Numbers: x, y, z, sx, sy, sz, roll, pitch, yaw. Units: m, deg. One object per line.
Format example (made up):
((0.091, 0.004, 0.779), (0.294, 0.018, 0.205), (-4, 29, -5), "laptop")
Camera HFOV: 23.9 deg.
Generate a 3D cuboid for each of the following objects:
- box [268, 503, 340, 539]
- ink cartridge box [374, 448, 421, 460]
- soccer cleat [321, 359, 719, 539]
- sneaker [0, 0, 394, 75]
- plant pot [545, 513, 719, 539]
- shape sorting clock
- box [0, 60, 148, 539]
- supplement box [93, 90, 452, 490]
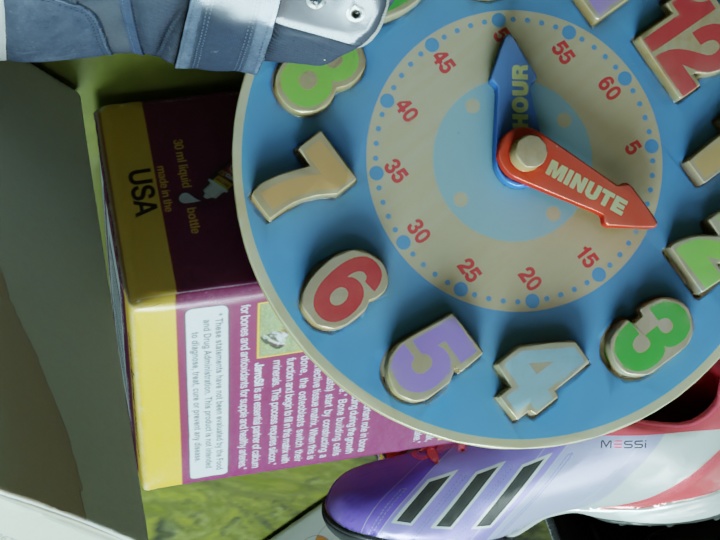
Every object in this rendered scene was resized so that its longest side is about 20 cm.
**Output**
((-0.007, 0.227, 0.923), (0.200, 0.153, 0.106), (-36, 137, 25), "box")
((0.040, 0.056, 0.809), (0.199, 0.051, 0.109), (-11, 142, -8), "ink cartridge box")
((0.079, 0.083, 0.776), (0.199, 0.068, 0.074), (-6, 118, -6), "soccer cleat")
((-0.052, -0.133, 0.506), (0.145, 0.077, 0.203), (5, 149, -8), "sneaker")
((0.219, 0.161, 0.908), (0.199, 0.201, 0.177), (-21, 155, 6), "plant pot")
((0.054, -0.038, 0.595), (0.199, 0.201, 0.039), (-8, 173, -10), "shape sorting clock")
((-0.140, 0.019, 0.574), (0.095, 0.201, 0.078), (-35, 139, 22), "box")
((0.000, 0.000, 0.681), (0.199, 0.104, 0.131), (-7, 142, -11), "supplement box")
